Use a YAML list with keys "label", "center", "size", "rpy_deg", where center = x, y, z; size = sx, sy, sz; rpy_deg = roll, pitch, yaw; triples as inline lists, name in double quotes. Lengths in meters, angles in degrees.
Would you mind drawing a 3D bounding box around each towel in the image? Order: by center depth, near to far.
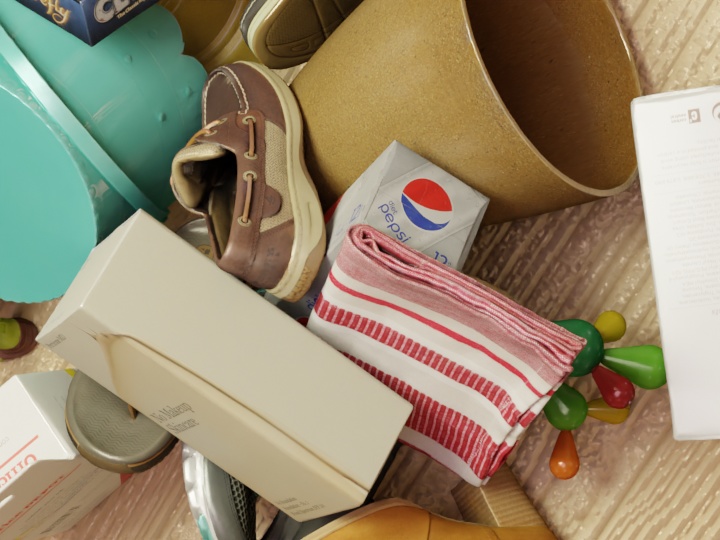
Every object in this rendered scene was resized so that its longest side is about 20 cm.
- label: "towel"
  center: [0.035, 0.055, 1.122]
  size: [0.143, 0.200, 0.023]
  rpy_deg: [28, 61, 2]

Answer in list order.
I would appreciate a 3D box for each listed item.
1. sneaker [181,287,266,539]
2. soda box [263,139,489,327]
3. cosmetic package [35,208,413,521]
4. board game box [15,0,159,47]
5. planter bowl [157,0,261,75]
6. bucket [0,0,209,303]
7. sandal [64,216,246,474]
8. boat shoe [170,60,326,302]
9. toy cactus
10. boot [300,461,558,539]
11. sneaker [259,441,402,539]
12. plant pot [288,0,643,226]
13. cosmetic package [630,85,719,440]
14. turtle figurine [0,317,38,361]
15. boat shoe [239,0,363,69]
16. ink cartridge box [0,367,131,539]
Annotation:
- label: "sneaker"
  center: [-0.065, 0.091, 1.240]
  size: [0.090, 0.078, 0.202]
  rpy_deg: [-6, 62, 8]
- label: "soda box"
  center: [0.000, 0.000, 1.157]
  size: [0.068, 0.200, 0.064]
  rpy_deg: [30, 62, -9]
- label: "cosmetic package"
  center: [-0.080, 0.060, 1.138]
  size: [0.199, 0.103, 0.073]
  rpy_deg: [35, 66, -12]
- label: "board game box"
  center: [-0.182, -0.222, 1.198]
  size: [0.199, 0.035, 0.135]
  rpy_deg: [31, 56, 32]
- label: "planter bowl"
  center: [-0.143, -0.203, 1.285]
  size: [0.198, 0.083, 0.203]
  rpy_deg: [0, 90, 19]
- label: "bucket"
  center: [-0.208, -0.089, 1.235]
  size: [0.205, 0.135, 0.209]
  rpy_deg: [16, 132, 19]
- label: "sandal"
  center: [-0.125, 0.036, 1.214]
  size: [0.081, 0.055, 0.201]
  rpy_deg: [17, 56, 18]
- label: "boat shoe"
  center: [-0.077, -0.062, 1.152]
  size: [0.072, 0.071, 0.201]
  rpy_deg: [-60, 31, 34]
- label: "toy cactus"
  center: [0.079, 0.050, 1.167]
  size: [0.198, 0.165, 0.103]
  rpy_deg: [15, 77, 26]
- label: "boot"
  center: [0.046, 0.209, 1.182]
  size: [0.200, 0.071, 0.145]
  rpy_deg: [-18, 70, -25]
- label: "sneaker"
  center: [-0.021, 0.180, 1.261]
  size: [0.090, 0.076, 0.201]
  rpy_deg: [36, 105, 3]
- label: "plant pot"
  center: [0.042, -0.096, 1.186]
  size: [0.199, 0.186, 0.188]
  rpy_deg: [-25, 82, 35]
- label: "cosmetic package"
  center: [0.213, -0.003, 1.154]
  size: [0.073, 0.102, 0.202]
  rpy_deg: [-7, 87, 19]
- label: "turtle figurine"
  center: [-0.280, 0.012, 1.293]
  size: [0.064, 0.161, 0.201]
  rpy_deg: [-35, 79, 16]
- label: "boat shoe"
  center: [-0.007, -0.211, 1.236]
  size: [0.200, 0.073, 0.065]
  rpy_deg: [-45, 55, -11]
- label: "ink cartridge box"
  center: [-0.214, 0.122, 1.251]
  size: [0.116, 0.200, 0.068]
  rpy_deg: [-40, 78, 15]
